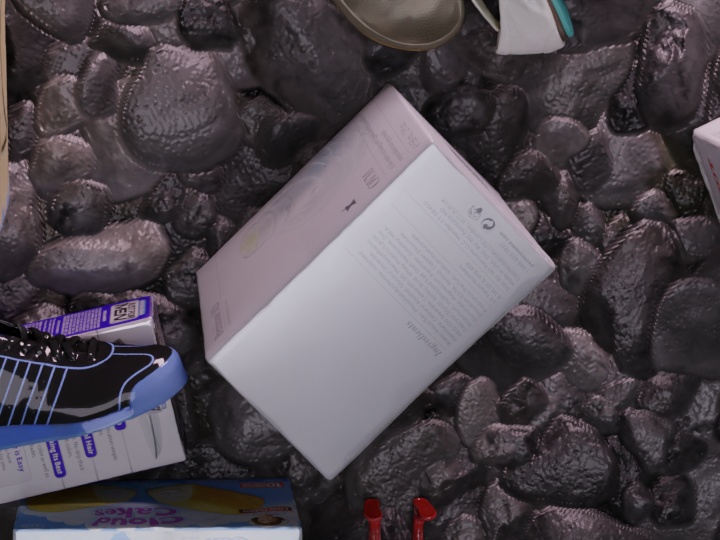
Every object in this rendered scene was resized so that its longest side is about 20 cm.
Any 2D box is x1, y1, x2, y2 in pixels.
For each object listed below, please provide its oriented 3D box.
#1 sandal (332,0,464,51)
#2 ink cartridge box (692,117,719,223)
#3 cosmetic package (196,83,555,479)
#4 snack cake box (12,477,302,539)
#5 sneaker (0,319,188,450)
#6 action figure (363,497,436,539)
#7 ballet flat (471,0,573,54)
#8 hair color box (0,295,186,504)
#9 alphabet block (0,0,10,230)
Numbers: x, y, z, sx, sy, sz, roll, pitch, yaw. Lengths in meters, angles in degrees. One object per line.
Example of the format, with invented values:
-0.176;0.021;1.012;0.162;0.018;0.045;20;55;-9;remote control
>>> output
-0.002;-0.230;1.213;0.080;0.054;0.201;-34;106;3;sandal
0.315;-0.030;1.231;0.084;0.200;0.147;-25;107;-5;ink cartridge box
0.000;0.000;1.201;0.200;0.199;0.123;-45;106;6;cosmetic package
-0.144;0.196;1.280;0.198;0.115;0.068;0;99;-7;snack cake box
-0.218;0.069;1.199;0.198;0.070;0.079;-14;109;-3;sneaker
0.027;0.274;1.362;0.065;0.052;0.202;-3;108;-9;action figure
0.084;-0.236;1.222;0.069;0.069;0.201;-22;108;0;ballet flat
-0.230;0.097;1.273;0.198;0.065;0.110;-12;106;-2;hair color box
-0.325;-0.118;1.136;0.194;0.195;0.202;0;105;-9;alphabet block
